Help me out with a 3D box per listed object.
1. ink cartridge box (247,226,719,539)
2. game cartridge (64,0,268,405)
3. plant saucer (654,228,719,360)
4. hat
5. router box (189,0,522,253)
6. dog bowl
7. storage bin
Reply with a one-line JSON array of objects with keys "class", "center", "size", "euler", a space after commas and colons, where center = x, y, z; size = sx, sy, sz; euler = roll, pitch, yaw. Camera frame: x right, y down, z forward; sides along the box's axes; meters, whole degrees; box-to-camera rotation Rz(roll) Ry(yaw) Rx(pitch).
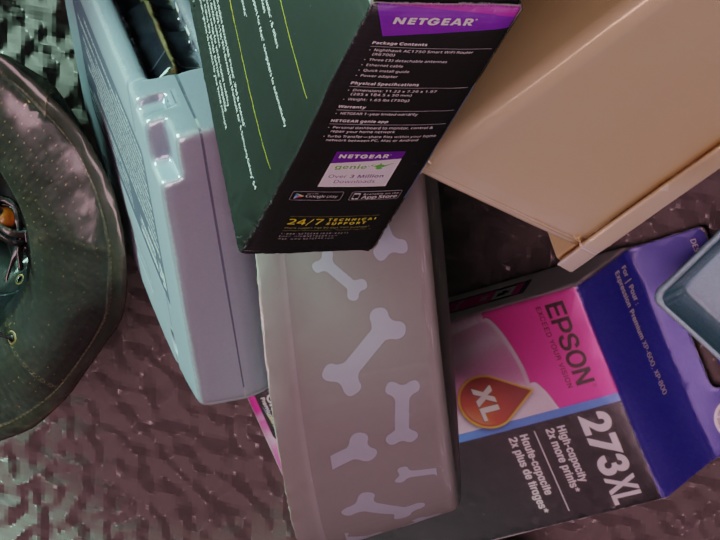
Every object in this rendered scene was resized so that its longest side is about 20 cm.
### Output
[{"class": "ink cartridge box", "center": [0.058, 0.055, 1.120], "size": [0.200, 0.037, 0.095], "euler": [-17, 105, 24]}, {"class": "game cartridge", "center": [-0.072, -0.048, 1.033], "size": [0.041, 0.200, 0.133], "euler": [-11, 127, -12]}, {"class": "plant saucer", "center": [0.197, -0.034, 1.031], "size": [0.070, 0.019, 0.200], "euler": [42, 118, -2]}, {"class": "hat", "center": [-0.163, -0.033, 1.132], "size": [0.200, 0.081, 0.201], "euler": [13, 125, 20]}, {"class": "router box", "center": [-0.015, -0.126, 0.884], "size": [0.051, 0.200, 0.149], "euler": [-3, 154, -20]}, {"class": "dog bowl", "center": [0.000, 0.000, 1.014], "size": [0.059, 0.200, 0.201], "euler": [-5, 112, 3]}, {"class": "storage bin", "center": [0.089, -0.143, 0.936], "size": [0.200, 0.094, 0.199], "euler": [-36, 53, 30]}]
